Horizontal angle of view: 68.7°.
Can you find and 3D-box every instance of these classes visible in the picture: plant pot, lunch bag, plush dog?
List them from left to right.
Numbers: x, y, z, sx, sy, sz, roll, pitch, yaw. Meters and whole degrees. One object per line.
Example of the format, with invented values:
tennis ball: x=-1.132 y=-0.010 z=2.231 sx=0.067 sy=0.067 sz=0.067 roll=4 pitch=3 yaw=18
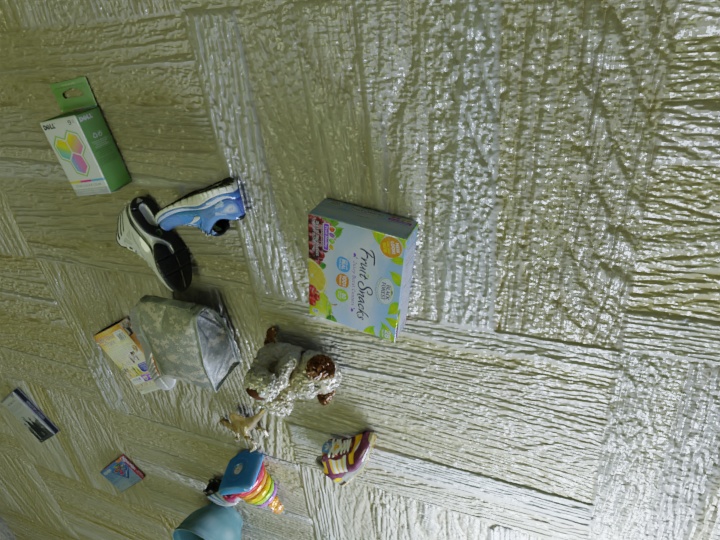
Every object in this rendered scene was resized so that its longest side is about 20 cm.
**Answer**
lunch bag: x=-0.365 y=0.136 z=1.112 sx=0.162 sy=0.118 sz=0.202 roll=9 pitch=129 yaw=23
plant pot: x=-0.429 y=0.771 z=1.547 sx=0.198 sy=0.134 sz=0.203 roll=13 pitch=125 yaw=20
plush dog: x=-0.120 y=0.199 z=1.036 sx=0.169 sy=0.162 sz=0.201 roll=7 pitch=153 yaw=6

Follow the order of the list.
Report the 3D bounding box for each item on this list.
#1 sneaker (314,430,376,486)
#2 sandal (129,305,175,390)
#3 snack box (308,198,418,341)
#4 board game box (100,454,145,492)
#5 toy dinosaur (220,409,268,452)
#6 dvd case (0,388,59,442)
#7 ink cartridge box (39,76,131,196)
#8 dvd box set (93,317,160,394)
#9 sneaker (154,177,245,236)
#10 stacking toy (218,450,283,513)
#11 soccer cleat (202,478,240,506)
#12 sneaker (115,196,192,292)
sneaker: x=-0.037 y=0.397 z=1.139 sx=0.089 sy=0.075 sz=0.201 roll=30 pitch=129 yaw=-1
sandal: x=-0.469 y=0.173 z=1.235 sx=0.079 sy=0.059 sz=0.209 roll=-26 pitch=85 yaw=25
snack box: x=0.000 y=0.000 z=0.866 sx=0.167 sy=0.068 sz=0.202 roll=17 pitch=128 yaw=17
board game box: x=-0.790 y=0.675 z=1.747 sx=0.103 sy=0.019 sz=0.199 roll=47 pitch=129 yaw=-9
toy dinosaur: x=-0.270 y=0.374 z=1.256 sx=0.199 sy=0.058 sz=0.102 roll=-25 pitch=105 yaw=37
dvd case: x=-1.138 y=0.501 z=1.811 sx=0.149 sy=0.025 sz=0.201 roll=-28 pitch=104 yaw=38
ink cartridge box: x=-0.522 y=-0.245 z=0.982 sx=0.103 sy=0.059 sz=0.202 roll=1 pitch=120 yaw=27
dvd box set: x=-0.570 y=0.220 z=1.328 sx=0.145 sy=0.029 sz=0.201 roll=-22 pitch=109 yaw=36
sneaker: x=-0.288 y=-0.096 z=0.947 sx=0.198 sy=0.079 sz=0.090 roll=-11 pitch=113 yaw=32
stacking toy: x=-0.258 y=0.567 z=1.359 sx=0.115 sy=0.110 sz=0.201 roll=-18 pitch=123 yaw=26
soccer cleat: x=-0.353 y=0.611 z=1.451 sx=0.199 sy=0.070 sz=0.086 roll=-20 pitch=123 yaw=45
sneaker: x=-0.420 y=-0.043 z=1.065 sx=0.114 sy=0.075 sz=0.203 roll=-14 pitch=105 yaw=43
